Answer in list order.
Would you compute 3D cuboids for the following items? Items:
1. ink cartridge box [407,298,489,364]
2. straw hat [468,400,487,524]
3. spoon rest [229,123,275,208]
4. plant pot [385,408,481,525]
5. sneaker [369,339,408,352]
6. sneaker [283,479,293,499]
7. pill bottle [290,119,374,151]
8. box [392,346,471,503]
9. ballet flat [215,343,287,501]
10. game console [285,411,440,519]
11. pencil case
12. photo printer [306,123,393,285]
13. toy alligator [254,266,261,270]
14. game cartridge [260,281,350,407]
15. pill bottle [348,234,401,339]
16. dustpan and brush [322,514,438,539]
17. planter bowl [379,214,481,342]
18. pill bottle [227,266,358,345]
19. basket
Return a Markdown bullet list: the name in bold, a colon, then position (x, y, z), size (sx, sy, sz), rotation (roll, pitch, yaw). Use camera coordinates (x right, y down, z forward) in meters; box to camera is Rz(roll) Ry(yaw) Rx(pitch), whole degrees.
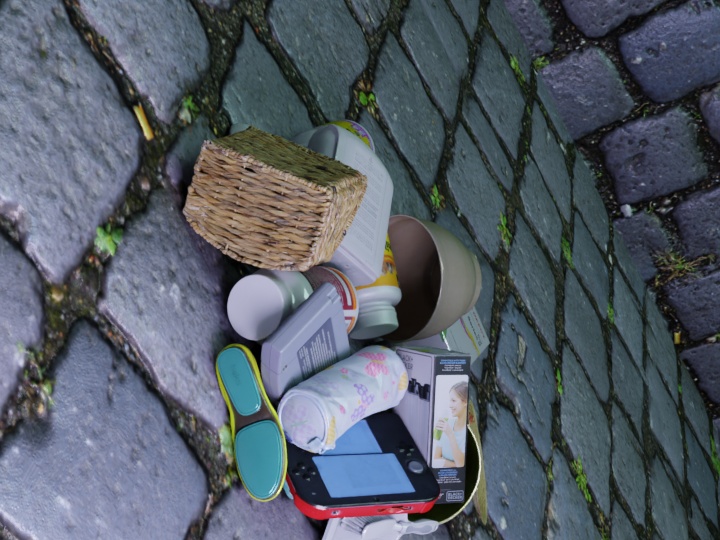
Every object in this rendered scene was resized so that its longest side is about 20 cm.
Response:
- **ink cartridge box**: position (0.140, 0.103, 2.154), size (0.146, 0.087, 0.200), rotation (67, 22, -4)
- **straw hat**: position (0.150, 0.314, 2.001), size (0.201, 0.085, 0.202), rotation (-7, 90, -81)
- **spoon rest**: position (-0.151, -0.133, 1.773), size (0.099, 0.061, 0.200), rotation (45, 20, -45)
- **plant pot**: position (0.090, 0.269, 1.841), size (0.200, 0.187, 0.188), rotation (-8, 79, -82)
- **sneaker**: position (0.050, 0.156, 1.917), size (0.082, 0.088, 0.200), rotation (65, 24, -10)
- **sneaker**: position (-0.042, 0.248, 1.647), size (0.200, 0.091, 0.078), rotation (-14, 84, -66)
- **pill bottle**: position (-0.056, -0.173, 1.929), size (0.105, 0.104, 0.200), rotation (67, 24, -6)
- **box**: position (0.093, 0.206, 1.675), size (0.060, 0.117, 0.201), rotation (3, 92, -25)
- **ballet flat**: position (-0.131, 0.189, 1.545), size (0.067, 0.067, 0.201), rotation (55, 18, -77)
- **game console**: position (-0.010, 0.244, 1.585), size (0.199, 0.031, 0.177), rotation (2, 37, -26)
- **pencil case**: position (-0.019, 0.165, 1.613), size (0.091, 0.083, 0.200), rotation (45, 36, 14)
- **photo printer**: position (-0.022, -0.102, 1.797), size (0.166, 0.069, 0.201), rotation (39, 50, -46)
- **toy alligator**: position (-0.113, -0.015, 1.737), size (0.200, 0.059, 0.054), rotation (27, 48, -57)
- **game cartridge**: position (-0.071, 0.112, 1.604), size (0.042, 0.133, 0.200), rotation (38, -22, 25)
- **pill bottle**: position (0.000, 0.000, 1.906), size (0.109, 0.109, 0.201), rotation (19, 55, -60)
- **dustpan and brush**: position (0.035, 0.343, 1.668), size (0.200, 0.057, 0.140), rotation (8, 104, -56)
- **planter bowl**: position (0.107, 0.015, 1.966), size (0.134, 0.200, 0.201), rotation (3, 67, -40)
- **pill bottle**: position (-0.092, 0.048, 1.668), size (0.200, 0.113, 0.113), rotation (4, 68, -64)
- **basket**: position (-0.112, -0.087, 1.629), size (0.149, 0.200, 0.143), rotation (-35, 145, -66)
